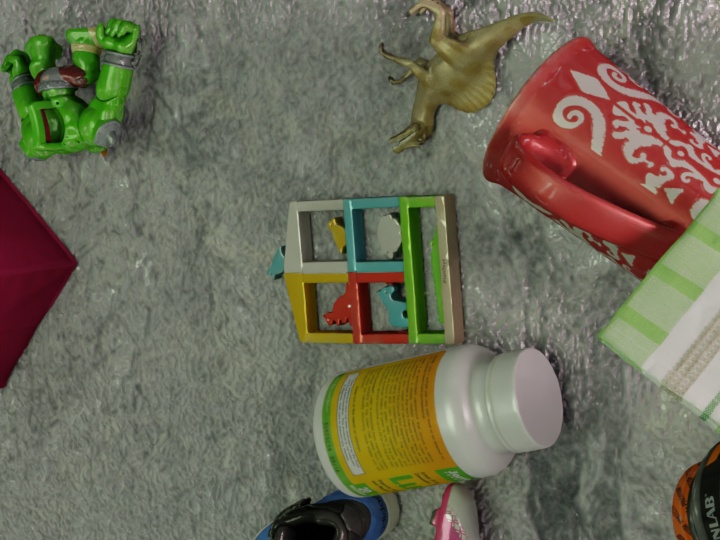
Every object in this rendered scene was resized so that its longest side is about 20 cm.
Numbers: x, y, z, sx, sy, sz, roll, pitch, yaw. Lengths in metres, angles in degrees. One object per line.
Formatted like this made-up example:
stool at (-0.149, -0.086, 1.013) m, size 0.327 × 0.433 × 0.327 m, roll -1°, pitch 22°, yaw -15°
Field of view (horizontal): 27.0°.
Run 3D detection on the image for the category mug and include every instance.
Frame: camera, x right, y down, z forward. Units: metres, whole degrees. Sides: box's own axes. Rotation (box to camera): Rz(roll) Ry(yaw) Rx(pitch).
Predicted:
mug at (0.196, -0.054, 1.140) m, size 0.199 × 0.177 × 0.134 m, roll 39°, pitch 148°, yaw 17°

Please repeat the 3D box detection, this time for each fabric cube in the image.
fabric cube at (-0.456, 0.008, 1.555) m, size 0.196 × 0.199 × 0.201 m, roll 45°, pitch 118°, yaw 19°

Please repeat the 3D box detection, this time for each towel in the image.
towel at (0.279, 0.051, 1.009) m, size 0.199 × 0.031 × 0.149 m, roll 38°, pitch 80°, yaw 28°

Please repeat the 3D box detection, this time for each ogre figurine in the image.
ogre figurine at (-0.289, -0.173, 1.481) m, size 0.197 × 0.098 × 0.122 m, roll -3°, pitch 84°, yaw 22°

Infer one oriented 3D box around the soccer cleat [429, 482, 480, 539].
soccer cleat at (0.100, 0.284, 1.313) m, size 0.085 × 0.070 × 0.203 m, roll 7°, pitch 103°, yaw 16°

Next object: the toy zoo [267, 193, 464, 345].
toy zoo at (0.000, 0.000, 1.358) m, size 0.198 × 0.020 × 0.133 m, roll -1°, pitch 96°, yaw 34°

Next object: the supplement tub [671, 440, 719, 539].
supplement tub at (0.324, 0.166, 1.082) m, size 0.200 × 0.121 × 0.124 m, roll -32°, pitch 78°, yaw 55°

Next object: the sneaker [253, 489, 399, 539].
sneaker at (-0.064, 0.260, 1.383) m, size 0.199 × 0.111 × 0.077 m, roll -32°, pitch 80°, yaw 33°

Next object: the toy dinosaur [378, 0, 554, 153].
toy dinosaur at (0.082, -0.185, 1.269) m, size 0.101 × 0.058 × 0.200 m, roll 48°, pitch 128°, yaw 1°

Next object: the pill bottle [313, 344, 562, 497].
pill bottle at (0.067, 0.125, 1.277) m, size 0.198 × 0.111 × 0.113 m, roll -15°, pitch 89°, yaw 34°
